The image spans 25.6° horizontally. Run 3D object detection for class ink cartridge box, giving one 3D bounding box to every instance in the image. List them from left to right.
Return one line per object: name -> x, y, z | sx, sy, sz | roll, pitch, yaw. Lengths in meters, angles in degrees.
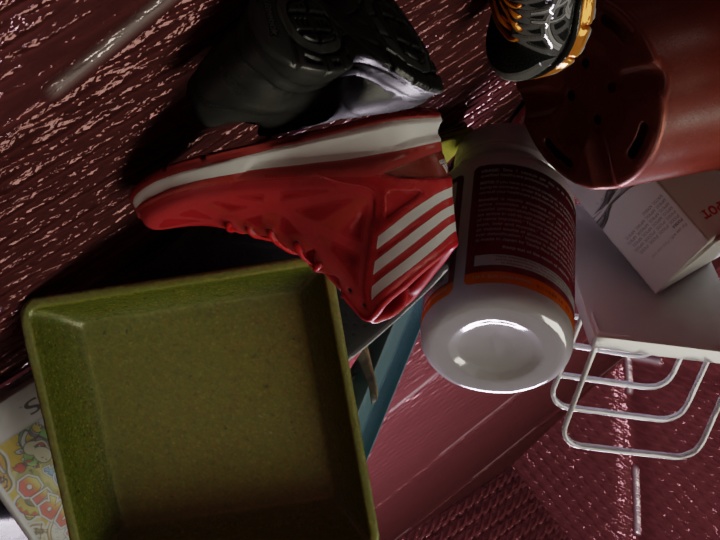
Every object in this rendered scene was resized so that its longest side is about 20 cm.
ink cartridge box -> 0.251, -0.096, 1.368 | 0.147, 0.200, 0.083 | -24, 161, -44

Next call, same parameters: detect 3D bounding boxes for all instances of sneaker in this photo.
sneaker -> -0.038, -0.018, 0.903 | 0.200, 0.116, 0.078 | -12, -177, 30
sneaker -> -0.026, -0.116, 0.909 | 0.091, 0.076, 0.200 | -35, 162, 29
sneaker -> 0.112, -0.190, 1.012 | 0.077, 0.078, 0.200 | -17, 154, -24

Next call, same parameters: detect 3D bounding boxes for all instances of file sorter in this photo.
file sorter -> 0.231, 0.050, 1.388 | 0.139, 0.200, 0.125 | 8, 125, -12

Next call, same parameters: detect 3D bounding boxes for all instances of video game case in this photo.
video game case -> -0.160, 0.137, 1.127 | 0.182, 0.200, 0.023 | -34, -155, -12

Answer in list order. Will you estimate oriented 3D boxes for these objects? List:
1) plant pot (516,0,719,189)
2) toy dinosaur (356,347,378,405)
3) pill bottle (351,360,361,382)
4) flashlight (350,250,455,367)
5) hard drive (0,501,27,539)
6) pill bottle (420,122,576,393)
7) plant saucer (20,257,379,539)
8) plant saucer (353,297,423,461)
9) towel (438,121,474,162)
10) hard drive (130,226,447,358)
plant pot -> 0.237, -0.153, 1.213 | 0.195, 0.201, 0.201 | -17, 156, -35
toy dinosaur -> 0.000, 0.000, 1.192 | 0.088, 0.047, 0.200 | -45, 133, -28
pill bottle -> -0.056, 0.059, 1.260 | 0.116, 0.116, 0.200 | -43, 166, 17
flashlight -> -0.010, 0.046, 1.123 | 0.200, 0.068, 0.068 | -57, 140, -9
hard drive -> -0.342, 0.238, 1.251 | 0.200, 0.042, 0.135 | -40, 166, 5
pill bottle -> 0.108, -0.015, 1.207 | 0.113, 0.113, 0.200 | -53, -159, 44
plant saucer -> -0.100, 0.094, 1.024 | 0.200, 0.200, 0.048 | -9, -166, 4
plant saucer -> 0.015, 0.081, 1.268 | 0.200, 0.019, 0.070 | -68, 159, -6
towel -> 0.010, -0.073, 1.222 | 0.086, 0.018, 0.200 | -44, 166, 34
hard drive -> -0.056, 0.010, 1.057 | 0.200, 0.135, 0.042 | -39, -171, 10
